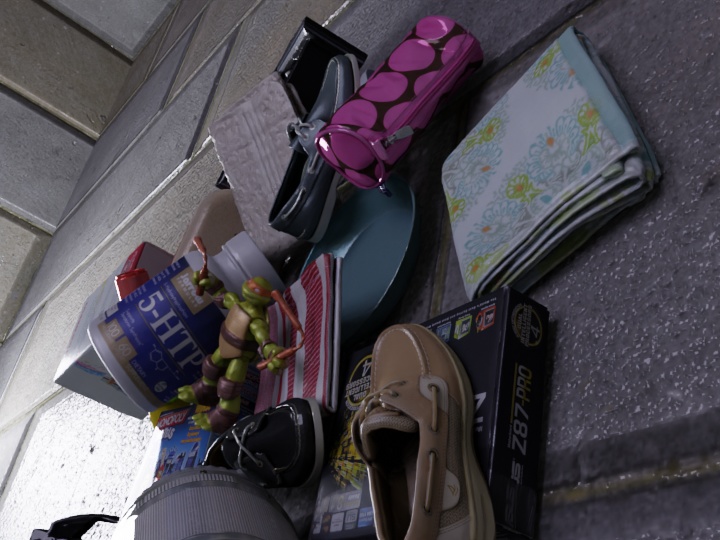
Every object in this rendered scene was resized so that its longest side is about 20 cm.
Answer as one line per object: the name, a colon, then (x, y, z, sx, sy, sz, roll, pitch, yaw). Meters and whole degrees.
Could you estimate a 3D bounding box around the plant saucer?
plant saucer: (0.000, 0.000, 0.825, 0.200, 0.036, 0.202, -42, 31, 33)

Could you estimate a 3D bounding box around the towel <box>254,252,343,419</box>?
towel: (-0.062, 0.081, 0.782, 0.200, 0.022, 0.146, 140, 134, -61)

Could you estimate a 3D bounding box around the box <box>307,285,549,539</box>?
box: (0.047, 0.117, 0.606, 0.199, 0.049, 0.163, -28, 44, 49)

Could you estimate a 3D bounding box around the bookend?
bookend: (-0.095, -0.190, 1.078, 0.202, 0.091, 0.199, -65, 13, -9)

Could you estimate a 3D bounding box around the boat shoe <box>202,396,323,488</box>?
boat shoe: (-0.084, 0.157, 0.717, 0.200, 0.067, 0.073, -38, 57, 58)

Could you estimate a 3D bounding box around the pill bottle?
pill bottle: (-0.184, 0.050, 0.912, 0.199, 0.120, 0.120, -36, 25, -9)

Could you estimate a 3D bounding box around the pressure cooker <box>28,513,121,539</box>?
pressure cooker: (-0.247, 0.328, 0.755, 0.178, 0.174, 0.202, -13, 56, 61)

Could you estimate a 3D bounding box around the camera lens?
camera lens: (-0.112, 0.245, 0.606, 0.161, 0.159, 0.200, -60, 15, -3)

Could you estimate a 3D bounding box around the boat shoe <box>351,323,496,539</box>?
boat shoe: (0.031, 0.099, 0.525, 0.071, 0.064, 0.201, -49, 30, 23)

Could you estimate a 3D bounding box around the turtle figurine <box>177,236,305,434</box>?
turtle figurine: (-0.125, 0.065, 0.811, 0.199, 0.064, 0.163, 37, 108, 38)

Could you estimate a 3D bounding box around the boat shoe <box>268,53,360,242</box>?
boat shoe: (-0.049, -0.131, 0.871, 0.073, 0.061, 0.203, -138, 61, -65)

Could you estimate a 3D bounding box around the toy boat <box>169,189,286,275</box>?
toy boat: (-0.168, 0.007, 1.052, 0.131, 0.129, 0.202, 103, -172, -71)

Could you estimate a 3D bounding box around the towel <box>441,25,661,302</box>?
towel: (0.136, -0.083, 0.656, 0.171, 0.048, 0.201, -43, 30, 29)

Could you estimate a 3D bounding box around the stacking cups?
stacking cups: (-0.253, 0.100, 1.001, 0.060, 0.203, 0.061, -15, 10, 3)

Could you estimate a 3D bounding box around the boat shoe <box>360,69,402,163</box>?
boat shoe: (-0.004, -0.152, 0.945, 0.086, 0.074, 0.203, -44, 28, 28)

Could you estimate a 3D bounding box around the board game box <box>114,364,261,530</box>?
board game box: (-0.172, 0.201, 0.893, 0.199, 0.061, 0.202, -20, 45, 53)

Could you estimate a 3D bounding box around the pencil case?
pencil case: (0.046, -0.169, 0.818, 0.201, 0.091, 0.093, -54, 17, -25)

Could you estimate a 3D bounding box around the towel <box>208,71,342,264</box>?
towel: (-0.102, -0.118, 0.975, 0.132, 0.034, 0.202, -29, 75, 31)

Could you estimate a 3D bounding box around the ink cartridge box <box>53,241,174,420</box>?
ink cartridge box: (-0.302, 0.089, 1.144, 0.199, 0.144, 0.147, -33, 36, 42)
